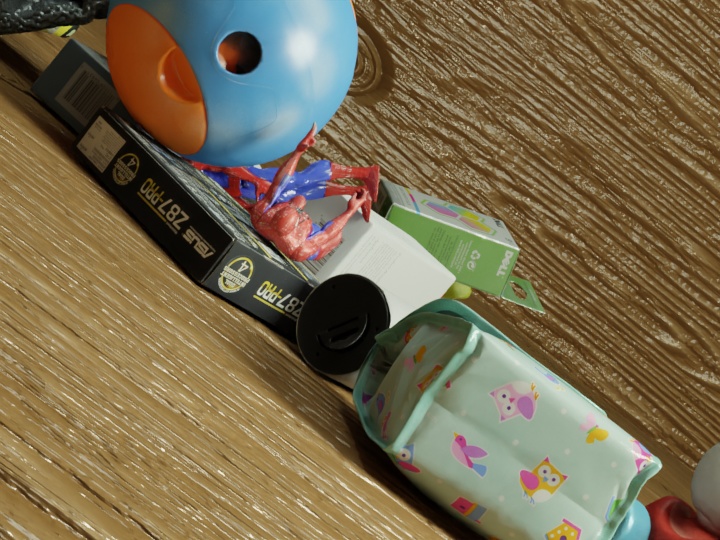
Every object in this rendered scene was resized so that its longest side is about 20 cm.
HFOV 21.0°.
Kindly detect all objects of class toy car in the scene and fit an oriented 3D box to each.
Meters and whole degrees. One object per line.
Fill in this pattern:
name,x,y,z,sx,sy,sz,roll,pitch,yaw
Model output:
toy car,0.323,0.217,1.653,0.184,0.200,0.177,36,6,-36

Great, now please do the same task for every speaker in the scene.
speaker,0.030,0.067,1.513,0.081,0.081,0.200,42,6,32

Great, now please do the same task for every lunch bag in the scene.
lunch bag,0.087,0.110,1.325,0.170,0.122,0.200,36,-3,-11

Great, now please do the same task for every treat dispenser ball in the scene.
treat dispenser ball,-0.101,-0.182,1.536,0.201,0.201,0.201,39,4,-4

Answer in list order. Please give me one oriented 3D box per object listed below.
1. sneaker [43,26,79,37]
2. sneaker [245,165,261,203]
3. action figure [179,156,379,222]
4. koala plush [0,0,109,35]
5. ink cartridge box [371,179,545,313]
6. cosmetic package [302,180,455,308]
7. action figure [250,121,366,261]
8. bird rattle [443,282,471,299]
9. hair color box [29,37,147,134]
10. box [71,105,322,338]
sneaker,-0.374,-0.321,2.162,0.076,0.075,0.200,45,9,-47
sneaker,-0.157,-0.117,1.840,0.200,0.073,0.071,42,6,18
action figure,-0.086,-0.072,1.659,0.199,0.052,0.065,7,-20,-6
koala plush,-0.275,-0.326,1.749,0.177,0.183,0.201,-133,-144,-73
ink cartridge box,0.107,-0.027,2.050,0.199,0.060,0.104,19,15,-12
cosmetic package,0.000,0.000,1.796,0.074,0.102,0.200,43,5,27
action figure,-0.034,-0.055,1.520,0.065,0.099,0.200,40,6,3
bird rattle,0.027,0.018,2.106,0.163,0.113,0.200,29,14,19
hair color box,-0.199,-0.130,1.711,0.099,0.061,0.200,42,6,18
box,-0.116,-0.033,1.508,0.200,0.049,0.161,43,7,37
